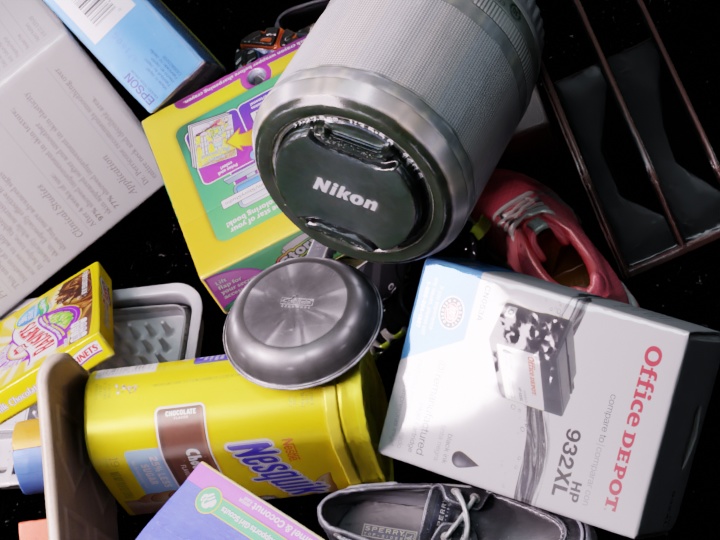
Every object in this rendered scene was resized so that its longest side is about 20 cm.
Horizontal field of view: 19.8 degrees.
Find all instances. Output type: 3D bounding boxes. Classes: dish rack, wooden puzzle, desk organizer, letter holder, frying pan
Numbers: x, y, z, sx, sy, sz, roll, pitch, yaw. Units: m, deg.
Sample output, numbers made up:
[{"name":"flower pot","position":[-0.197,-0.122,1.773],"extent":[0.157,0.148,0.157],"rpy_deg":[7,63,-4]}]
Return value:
[{"name":"dish rack","position":[-0.216,0.099,1.645],"extent":[0.199,0.044,0.172],"rpy_deg":[-7,55,21]},{"name":"wooden puzzle","position":[-0.208,0.176,1.470],"extent":[0.046,0.185,0.201],"rpy_deg":[-4,73,6]},{"name":"desk organizer","position":[0.090,-0.177,1.635],"extent":[0.077,0.072,0.201],"rpy_deg":[-20,70,8]},{"name":"letter holder","position":[0.194,-0.124,1.539],"extent":[0.100,0.142,0.201],"rpy_deg":[-24,51,8]},{"name":"frying pan","position":[-0.020,0.006,1.444],"extent":[0.115,0.031,0.190],"rpy_deg":[24,62,32]}]

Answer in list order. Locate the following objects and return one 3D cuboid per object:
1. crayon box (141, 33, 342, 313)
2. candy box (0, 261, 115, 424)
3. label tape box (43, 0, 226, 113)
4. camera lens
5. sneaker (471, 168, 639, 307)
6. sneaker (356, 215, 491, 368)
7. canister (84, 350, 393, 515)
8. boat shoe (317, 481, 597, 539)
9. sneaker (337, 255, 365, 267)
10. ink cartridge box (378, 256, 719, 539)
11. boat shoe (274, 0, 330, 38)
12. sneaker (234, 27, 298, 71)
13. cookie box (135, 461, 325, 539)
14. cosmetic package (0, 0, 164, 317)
[{"name":"crayon box","position":[-0.050,-0.086,1.586],"extent":[0.199,0.058,0.173],"rpy_deg":[-27,54,3]},{"name":"candy box","position":[-0.236,0.053,1.576],"extent":[0.102,0.026,0.200],"rpy_deg":[-34,17,2]},{"name":"label tape box","position":[-0.188,-0.199,1.710],"extent":[0.066,0.200,0.143],"rpy_deg":[-44,91,2]},{"name":"camera lens","position":[0.028,-0.117,1.431],"extent":[0.159,0.161,0.200],"rpy_deg":[5,45,28]},{"name":"sneaker","position":[0.139,-0.025,1.534],"extent":[0.074,0.087,0.200],"rpy_deg":[-37,51,-3]},{"name":"sneaker","position":[0.016,0.025,1.537],"extent":[0.200,0.072,0.083],"rpy_deg":[-46,9,3]},{"name":"canister","position":[-0.085,0.114,1.484],"extent":[0.199,0.149,0.087],"rpy_deg":[-7,62,7]},{"name":"boat shoe","position":[0.064,0.180,1.444],"extent":[0.199,0.068,0.072],"rpy_deg":[3,60,27]},{"name":"sneaker","position":[0.000,0.000,1.600],"extent":[0.199,0.077,0.089],"rpy_deg":[-33,67,8]},{"name":"ink cartridge box","position":[0.130,0.085,1.421],"extent":[0.199,0.084,0.146],"rpy_deg":[16,94,25]},{"name":"boat shoe","position":[0.023,-0.209,1.726],"extent":[0.199,0.063,0.073],"rpy_deg":[-13,51,16]},{"name":"sneaker","position":[-0.054,-0.100,1.682],"extent":[0.075,0.079,0.201],"rpy_deg":[-11,61,13]},{"name":"cookie box","position":[-0.032,0.233,1.369],"extent":[0.171,0.200,0.075],"rpy_deg":[29,73,36]},{"name":"cosmetic package","position":[-0.294,-0.105,1.713],"extent":[0.200,0.168,0.166],"rpy_deg":[-38,34,-3]}]
